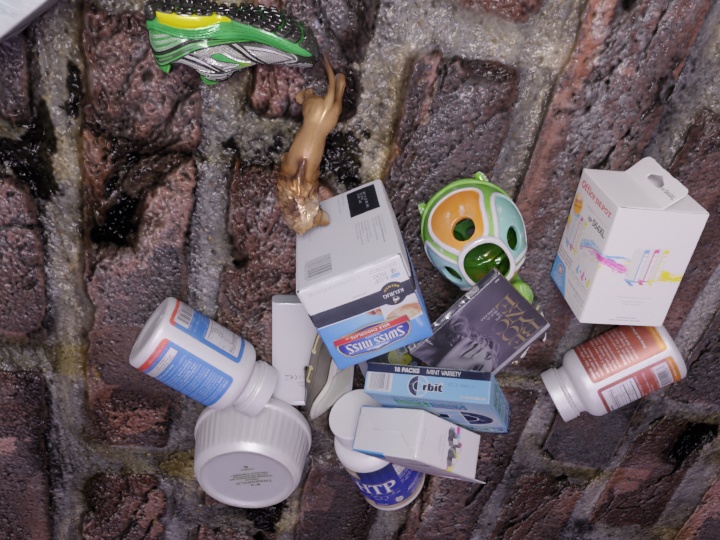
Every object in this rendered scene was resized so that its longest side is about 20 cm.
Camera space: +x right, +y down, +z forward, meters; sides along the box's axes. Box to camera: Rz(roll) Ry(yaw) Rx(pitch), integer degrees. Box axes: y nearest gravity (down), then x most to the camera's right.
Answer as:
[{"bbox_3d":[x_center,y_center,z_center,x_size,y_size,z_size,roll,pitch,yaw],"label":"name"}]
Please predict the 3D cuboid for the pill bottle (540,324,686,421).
[{"bbox_3d":[0.395,0.159,1.002,0.198,0.113,0.113,-29,120,13],"label":"pill bottle"}]

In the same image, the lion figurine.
[{"bbox_3d":[-0.060,-0.152,0.763,0.071,0.123,0.202,7,120,-9],"label":"lion figurine"}]

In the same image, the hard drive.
[{"bbox_3d":[-0.073,0.129,0.991,0.130,0.026,0.202,1,121,-6],"label":"hard drive"}]

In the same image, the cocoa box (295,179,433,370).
[{"bbox_3d":[0.000,0.000,0.816,0.132,0.201,0.132,-20,123,6],"label":"cocoa box"}]

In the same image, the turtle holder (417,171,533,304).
[{"bbox_3d":[0.158,-0.025,0.856,0.139,0.132,0.187,-11,122,1],"label":"turtle holder"}]

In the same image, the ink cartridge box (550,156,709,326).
[{"bbox_3d":[0.362,-0.044,0.865,0.123,0.129,0.202,3,121,-7],"label":"ink cartridge box"}]

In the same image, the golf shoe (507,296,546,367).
[{"bbox_3d":[0.200,0.122,0.952,0.199,0.078,0.095,-33,113,-4],"label":"golf shoe"}]

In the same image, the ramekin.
[{"bbox_3d":[-0.180,0.303,1.035,0.199,0.095,0.204,0,128,0],"label":"ramekin"}]

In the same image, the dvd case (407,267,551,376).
[{"bbox_3d":[0.165,0.089,0.844,0.149,0.016,0.200,-44,140,10],"label":"dvd case"}]

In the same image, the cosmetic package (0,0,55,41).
[{"bbox_3d":[-0.356,-0.361,0.610,0.199,0.123,0.200,-30,120,12],"label":"cosmetic package"}]

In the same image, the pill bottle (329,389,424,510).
[{"bbox_3d":[0.024,0.289,1.031,0.118,0.120,0.201,-20,129,7],"label":"pill bottle"}]

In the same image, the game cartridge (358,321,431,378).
[{"bbox_3d":[0.066,0.137,0.989,0.132,0.041,0.201,-24,127,9],"label":"game cartridge"}]

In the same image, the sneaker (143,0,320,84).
[{"bbox_3d":[-0.144,-0.259,0.728,0.197,0.078,0.086,8,128,1],"label":"sneaker"}]

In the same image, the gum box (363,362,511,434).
[{"bbox_3d":[0.116,0.184,0.894,0.168,0.045,0.200,1,157,21],"label":"gum box"}]

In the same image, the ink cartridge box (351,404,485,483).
[{"bbox_3d":[0.096,0.257,0.930,0.114,0.069,0.199,-5,153,40],"label":"ink cartridge box"}]

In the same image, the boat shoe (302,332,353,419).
[{"bbox_3d":[-0.051,0.150,0.955,0.060,0.072,0.203,42,136,21],"label":"boat shoe"}]

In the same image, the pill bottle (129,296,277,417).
[{"bbox_3d":[-0.225,0.135,0.931,0.199,0.113,0.112,36,113,-22],"label":"pill bottle"}]
